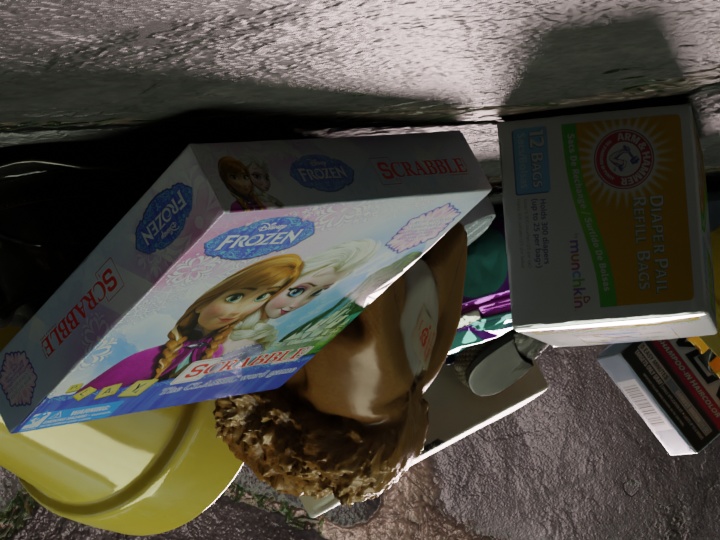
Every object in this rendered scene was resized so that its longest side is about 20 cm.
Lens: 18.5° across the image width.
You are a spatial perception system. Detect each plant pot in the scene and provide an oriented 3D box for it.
[{"bbox_3d":[-0.194,0.063,1.472,0.200,0.202,0.188,-9,160,37],"label":"plant pot"}]

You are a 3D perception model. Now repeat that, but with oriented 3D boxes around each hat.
[{"bbox_3d":[-0.162,-0.011,1.158,0.199,0.082,0.201,-6,177,0],"label":"hat"}]

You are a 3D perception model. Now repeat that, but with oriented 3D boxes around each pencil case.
[{"bbox_3d":[0.124,-0.004,1.440,0.199,0.085,0.093,-18,-149,28],"label":"pencil case"}]

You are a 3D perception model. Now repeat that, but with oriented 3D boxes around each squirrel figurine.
[{"bbox_3d":[-0.048,0.045,1.334,0.185,0.202,0.141,7,-169,23],"label":"squirrel figurine"}]

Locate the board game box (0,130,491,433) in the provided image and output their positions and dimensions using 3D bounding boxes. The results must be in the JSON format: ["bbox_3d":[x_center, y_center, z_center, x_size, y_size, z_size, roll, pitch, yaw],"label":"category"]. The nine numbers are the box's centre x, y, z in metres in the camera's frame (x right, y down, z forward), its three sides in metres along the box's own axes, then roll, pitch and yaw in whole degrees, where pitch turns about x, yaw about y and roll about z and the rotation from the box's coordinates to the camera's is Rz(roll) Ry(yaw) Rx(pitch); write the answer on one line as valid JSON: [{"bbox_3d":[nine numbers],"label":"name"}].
[{"bbox_3d":[-0.062,0.005,1.130,0.199,0.041,0.199,-8,152,-47],"label":"board game box"}]

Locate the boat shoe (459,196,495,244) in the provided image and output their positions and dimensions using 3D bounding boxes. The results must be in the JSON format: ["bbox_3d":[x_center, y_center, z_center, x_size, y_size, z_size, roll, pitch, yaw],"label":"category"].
[{"bbox_3d":[-0.010,-0.013,1.420,0.199,0.062,0.072,-26,169,16],"label":"boat shoe"}]

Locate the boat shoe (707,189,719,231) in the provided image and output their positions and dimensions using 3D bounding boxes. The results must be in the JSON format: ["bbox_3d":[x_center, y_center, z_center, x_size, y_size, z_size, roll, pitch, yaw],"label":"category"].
[{"bbox_3d":[0.237,-0.015,1.669,0.200,0.071,0.070,-40,-170,45],"label":"boat shoe"}]

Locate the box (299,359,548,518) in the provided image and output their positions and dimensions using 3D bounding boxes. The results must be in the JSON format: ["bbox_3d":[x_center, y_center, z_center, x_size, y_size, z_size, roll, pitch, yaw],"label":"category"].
[{"bbox_3d":[0.037,0.106,1.633,0.199,0.069,0.082,-24,172,-34],"label":"box"}]

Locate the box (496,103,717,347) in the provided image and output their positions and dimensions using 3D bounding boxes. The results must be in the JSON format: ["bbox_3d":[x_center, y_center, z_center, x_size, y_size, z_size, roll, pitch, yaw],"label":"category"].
[{"bbox_3d":[0.139,-0.020,1.206,0.101,0.113,0.200,-5,175,10],"label":"box"}]

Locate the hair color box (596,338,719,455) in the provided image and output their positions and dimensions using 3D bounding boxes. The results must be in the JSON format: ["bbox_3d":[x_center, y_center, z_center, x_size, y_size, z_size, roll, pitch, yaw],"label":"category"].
[{"bbox_3d":[0.292,0.042,1.713,0.200,0.099,0.061,-39,-177,-14],"label":"hair color box"}]

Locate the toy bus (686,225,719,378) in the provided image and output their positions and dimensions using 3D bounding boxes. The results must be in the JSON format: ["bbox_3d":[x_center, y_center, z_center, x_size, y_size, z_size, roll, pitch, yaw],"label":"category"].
[{"bbox_3d":[0.325,0.021,1.567,0.192,0.136,0.200,-42,139,4],"label":"toy bus"}]

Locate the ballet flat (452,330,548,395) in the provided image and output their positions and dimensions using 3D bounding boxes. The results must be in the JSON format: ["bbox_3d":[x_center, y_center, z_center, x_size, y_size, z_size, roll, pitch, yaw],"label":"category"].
[{"bbox_3d":[0.151,0.019,1.602,0.199,0.046,0.067,-35,135,-1],"label":"ballet flat"}]
